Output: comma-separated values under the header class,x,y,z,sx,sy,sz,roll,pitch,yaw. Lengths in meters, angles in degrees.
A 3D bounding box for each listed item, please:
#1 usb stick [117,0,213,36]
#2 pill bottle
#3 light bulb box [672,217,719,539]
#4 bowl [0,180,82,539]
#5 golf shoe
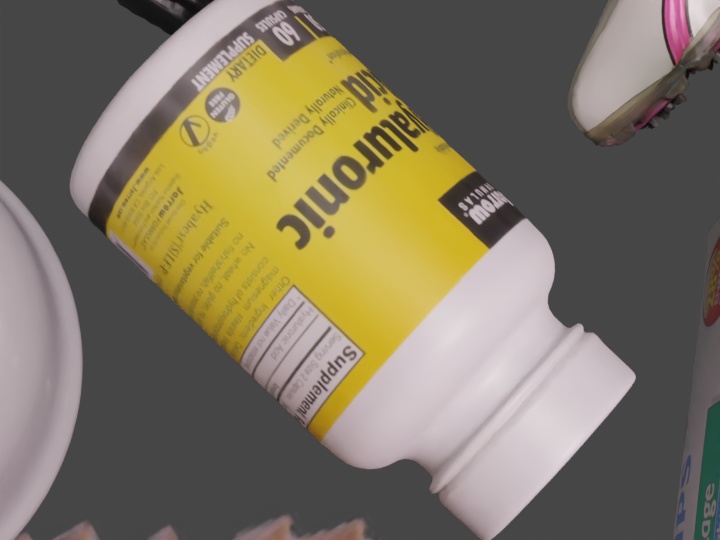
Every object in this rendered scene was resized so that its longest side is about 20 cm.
class,x,y,z,sx,sy,sz,roll,pitch,yaw
usb stick,-0.036,-0.183,0.830,0.055,0.033,0.201,32,71,-5
pill bottle,0.000,0.000,0.737,0.200,0.111,0.111,43,72,5
light bulb box,0.228,0.075,0.743,0.198,0.125,0.200,12,71,-6
bowl,-0.197,0.022,0.711,0.199,0.090,0.203,3,72,-8
golf shoe,0.129,-0.146,0.805,0.092,0.073,0.201,31,92,-3
